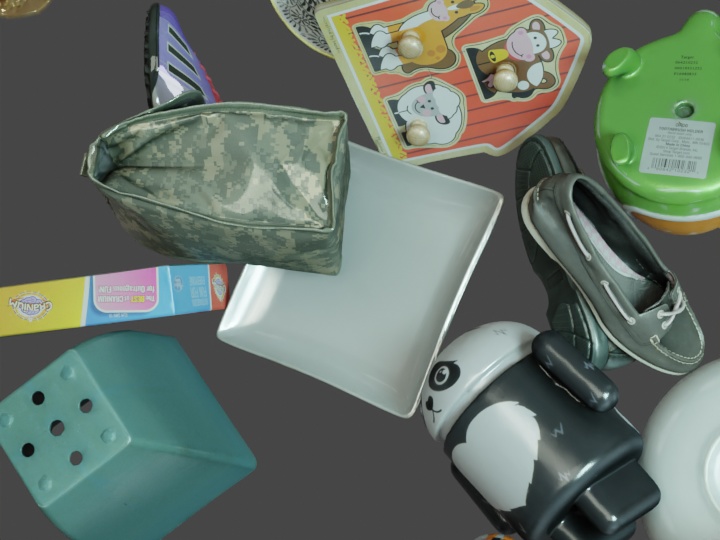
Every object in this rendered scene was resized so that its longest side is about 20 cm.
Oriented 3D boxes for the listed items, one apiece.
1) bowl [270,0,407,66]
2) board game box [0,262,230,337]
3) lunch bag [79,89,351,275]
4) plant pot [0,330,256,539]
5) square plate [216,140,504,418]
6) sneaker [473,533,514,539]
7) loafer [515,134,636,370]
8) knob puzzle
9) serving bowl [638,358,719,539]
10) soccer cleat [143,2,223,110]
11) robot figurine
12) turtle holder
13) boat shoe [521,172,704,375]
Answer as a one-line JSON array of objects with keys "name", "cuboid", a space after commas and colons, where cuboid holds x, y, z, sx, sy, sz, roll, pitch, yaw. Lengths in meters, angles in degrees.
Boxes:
[{"name": "bowl", "cuboid": [0.024, -0.261, 1.420, 0.201, 0.094, 0.201, -1, 84, 12]}, {"name": "board game box", "cuboid": [-0.226, 0.026, 1.401, 0.200, 0.153, 0.040, -7, 89, 13]}, {"name": "lunch bag", "cuboid": [-0.111, -0.069, 1.333, 0.200, 0.164, 0.118, 5, 78, 3]}, {"name": "plant pot", "cuboid": [-0.203, 0.133, 1.352, 0.141, 0.200, 0.141, -37, 73, 5]}, {"name": "square plate", "cuboid": [0.000, 0.000, 1.402, 0.200, 0.028, 0.198, 21, 86, 27]}, {"name": "sneaker", "cuboid": [0.060, 0.298, 1.287, 0.078, 0.112, 0.200, 21, 102, 18]}, {"name": "loafer", "cuboid": [0.177, -0.014, 1.364, 0.063, 0.072, 0.200, -6, 77, -28]}, {"name": "knob puzzle", "cuboid": [0.086, -0.160, 1.344, 0.219, 0.220, 0.030, -9, 43, 12]}, {"name": "serving bowl", "cuboid": [0.307, 0.158, 1.290, 0.200, 0.066, 0.200, -2, 80, 14]}, {"name": "soccer cleat", "cuboid": [-0.147, -0.139, 1.466, 0.073, 0.068, 0.200, -9, 76, -7]}, {"name": "robot figurine", "cuboid": [0.135, 0.131, 1.304, 0.150, 0.125, 0.200, -44, 69, 4]}, {"name": "turtle holder", "cuboid": [0.249, -0.113, 1.318, 0.141, 0.132, 0.186, -19, 58, 3]}, {"name": "boat shoe", "cuboid": [0.205, 0.005, 1.301, 0.200, 0.057, 0.067, 46, 57, -12]}]
